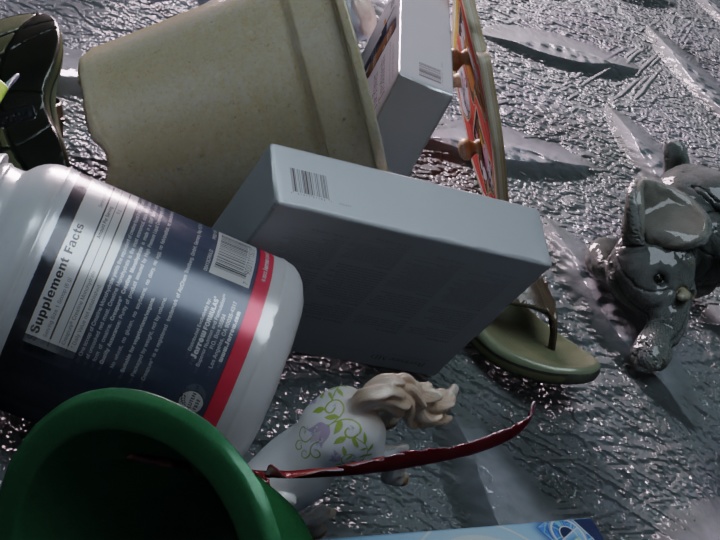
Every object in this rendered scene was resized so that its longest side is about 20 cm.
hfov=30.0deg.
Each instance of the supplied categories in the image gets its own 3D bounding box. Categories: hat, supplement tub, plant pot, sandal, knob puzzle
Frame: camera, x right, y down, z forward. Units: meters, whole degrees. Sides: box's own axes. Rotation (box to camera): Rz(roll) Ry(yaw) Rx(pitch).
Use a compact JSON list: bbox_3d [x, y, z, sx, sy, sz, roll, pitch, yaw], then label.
[{"bbox_3d":[-0.050,0.134,0.670,0.200,0.166,0.176,12,9,31],"label":"hat"},{"bbox_3d":[-0.146,0.025,0.759,0.200,0.140,0.140,23,32,-10],"label":"supplement tub"},{"bbox_3d":[-0.089,-0.107,0.931,0.183,0.201,0.201,-15,41,-2],"label":"plant pot"},{"bbox_3d":[0.107,0.016,1.045,0.080,0.057,0.201,-10,49,-46],"label":"sandal"},{"bbox_3d":[0.097,-0.138,1.189,0.030,0.220,0.220,-10,39,-2],"label":"knob puzzle"},{"bbox_3d":[-0.243,-0.103,0.948,0.080,0.057,0.201,-9,59,-4],"label":"sandal"}]

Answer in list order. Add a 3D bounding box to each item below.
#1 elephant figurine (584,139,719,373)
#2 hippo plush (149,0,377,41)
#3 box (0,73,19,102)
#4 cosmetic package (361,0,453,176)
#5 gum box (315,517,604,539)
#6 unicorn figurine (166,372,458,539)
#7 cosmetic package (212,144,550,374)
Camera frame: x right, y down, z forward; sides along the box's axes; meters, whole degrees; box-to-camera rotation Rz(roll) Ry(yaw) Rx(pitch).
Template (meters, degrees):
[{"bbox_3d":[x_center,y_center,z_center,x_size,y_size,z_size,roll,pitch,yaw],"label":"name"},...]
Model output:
[{"bbox_3d":[0.266,-0.017,1.184,0.200,0.142,0.155,-18,24,-32],"label":"elephant figurine"},{"bbox_3d":[-0.085,-0.229,1.157,0.200,0.159,0.161,26,31,-7],"label":"hippo plush"},{"bbox_3d":[-0.277,-0.052,0.778,0.048,0.122,0.200,45,25,-23],"label":"box"},{"bbox_3d":[0.022,-0.138,1.121,0.052,0.151,0.200,20,32,-11],"label":"cosmetic package"},{"bbox_3d":[0.082,0.212,0.694,0.200,0.045,0.170,3,40,-36],"label":"gum box"},{"bbox_3d":[-0.040,0.122,0.734,0.074,0.200,0.137,38,5,22],"label":"unicorn figurine"},{"bbox_3d":[0.000,0.000,0.889,0.200,0.151,0.052,12,49,-27],"label":"cosmetic package"}]
